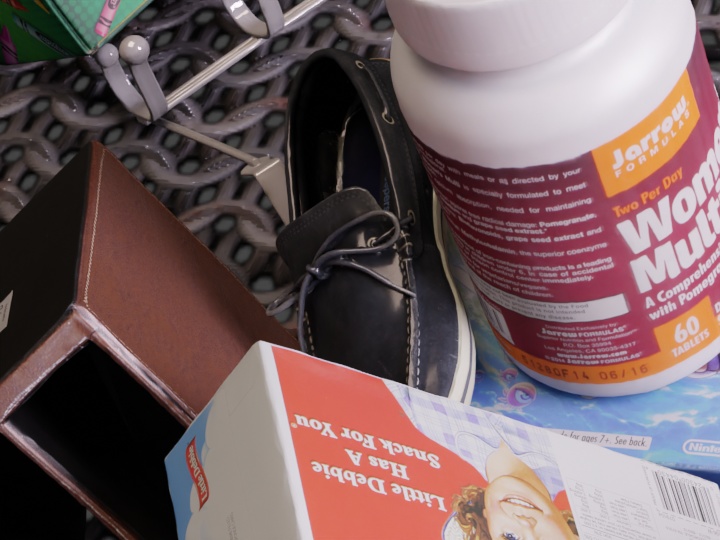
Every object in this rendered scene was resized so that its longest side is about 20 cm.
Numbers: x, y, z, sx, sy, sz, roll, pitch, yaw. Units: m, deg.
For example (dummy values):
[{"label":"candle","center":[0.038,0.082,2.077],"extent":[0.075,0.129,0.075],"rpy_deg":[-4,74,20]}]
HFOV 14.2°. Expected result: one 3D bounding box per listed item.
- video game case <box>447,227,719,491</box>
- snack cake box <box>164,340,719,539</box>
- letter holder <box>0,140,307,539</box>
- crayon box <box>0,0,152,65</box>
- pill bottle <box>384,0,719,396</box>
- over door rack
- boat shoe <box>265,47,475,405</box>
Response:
[{"label":"video game case","center":[0.113,0.014,1.131],"extent":[0.199,0.046,0.182],"rpy_deg":[3,50,25]},{"label":"snack cake box","center":[0.041,0.109,0.968],"extent":[0.067,0.199,0.115],"rpy_deg":[-51,34,32]},{"label":"letter holder","center":[-0.087,0.059,1.096],"extent":[0.101,0.142,0.200],"rpy_deg":[-44,16,11]},{"label":"crayon box","center":[-0.097,-0.182,1.353],"extent":[0.200,0.058,0.119],"rpy_deg":[-45,21,-20]},{"label":"pill bottle","center":[0.074,-0.055,1.035],"extent":[0.109,0.200,0.110],"rpy_deg":[-12,46,12]},{"label":"over door rack","center":[-0.022,-0.105,1.251],"extent":[0.147,0.067,0.200],"rpy_deg":[-36,31,-11]},{"label":"boat shoe","center":[0.000,0.000,1.094],"extent":[0.074,0.062,0.201],"rpy_deg":[-29,49,37]}]
